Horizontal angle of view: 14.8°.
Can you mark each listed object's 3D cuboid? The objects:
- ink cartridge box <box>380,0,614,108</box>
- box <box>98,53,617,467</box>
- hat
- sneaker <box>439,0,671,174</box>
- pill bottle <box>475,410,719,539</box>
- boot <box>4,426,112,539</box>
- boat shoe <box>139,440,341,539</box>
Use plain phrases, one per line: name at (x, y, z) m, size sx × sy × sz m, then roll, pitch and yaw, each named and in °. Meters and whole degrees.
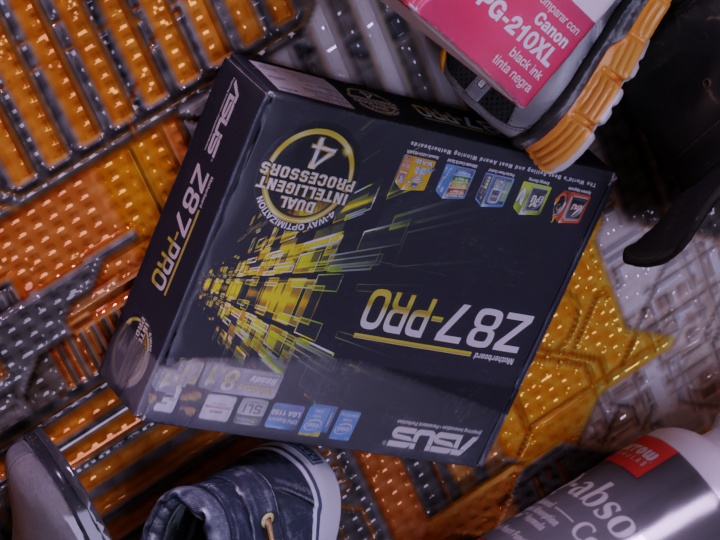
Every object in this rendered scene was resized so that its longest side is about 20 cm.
ink cartridge box at (0.072, -0.188, 1.118) m, size 0.200 × 0.145 × 0.084 m, roll -50°, pitch 131°, yaw 3°
box at (0.000, 0.000, 1.245) m, size 0.200 × 0.049 × 0.161 m, roll 12°, pitch 112°, yaw -36°
hat at (0.171, -0.094, 1.262) m, size 0.081 × 0.201 × 0.201 m, roll 45°, pitch 89°, yaw 0°
sneaker at (0.108, -0.144, 1.215) m, size 0.077 × 0.078 × 0.200 m, roll 31°, pitch 84°, yaw -1°
pill bottle at (0.141, 0.149, 1.371) m, size 0.200 × 0.116 × 0.116 m, roll -31°, pitch 128°, yaw -14°
boot at (-0.166, 0.175, 1.235) m, size 0.132 × 0.070 × 0.200 m, roll -19°, pitch 120°, yaw -15°
boat shoe at (-0.067, 0.178, 1.280) m, size 0.091 × 0.071 × 0.200 m, roll -16°, pitch 118°, yaw -49°
